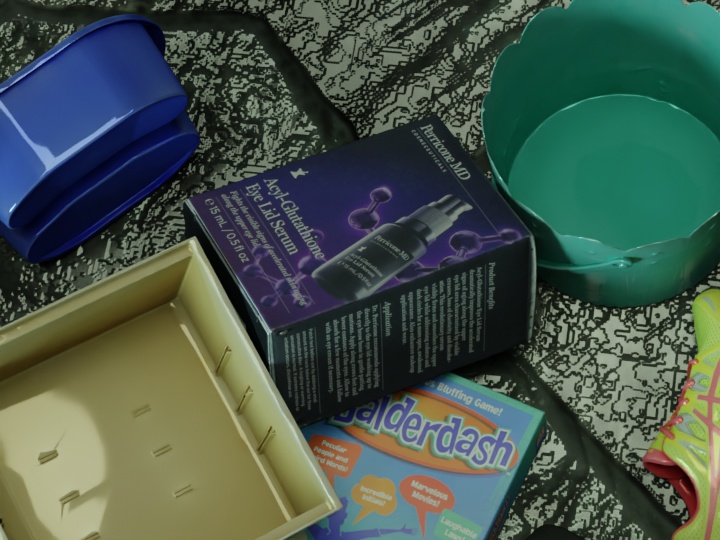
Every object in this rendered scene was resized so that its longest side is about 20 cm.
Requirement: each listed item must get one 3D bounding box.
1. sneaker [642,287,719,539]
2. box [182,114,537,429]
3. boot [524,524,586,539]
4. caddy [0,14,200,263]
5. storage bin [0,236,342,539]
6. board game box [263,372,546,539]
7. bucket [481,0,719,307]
[{"bbox_3d":[0.232,0.106,1.364,0.090,0.078,0.201,-6,65,6],"label":"sneaker"},{"bbox_3d":[0.000,0.000,1.384,0.199,0.105,0.148,-21,47,-18],"label":"box"},{"bbox_3d":[0.153,0.252,1.295,0.144,0.073,0.200,-26,60,-36],"label":"boot"},{"bbox_3d":[-0.213,-0.102,1.476,0.200,0.142,0.105,-37,70,-11],"label":"caddy"},{"bbox_3d":[-0.151,0.118,1.301,0.198,0.094,0.201,-26,78,-20],"label":"storage bin"},{"bbox_3d":[0.019,0.160,1.381,0.151,0.045,0.201,21,69,16],"label":"board game box"},{"bbox_3d":[0.182,-0.081,1.423,0.205,0.135,0.209,-2,64,5],"label":"bucket"}]
